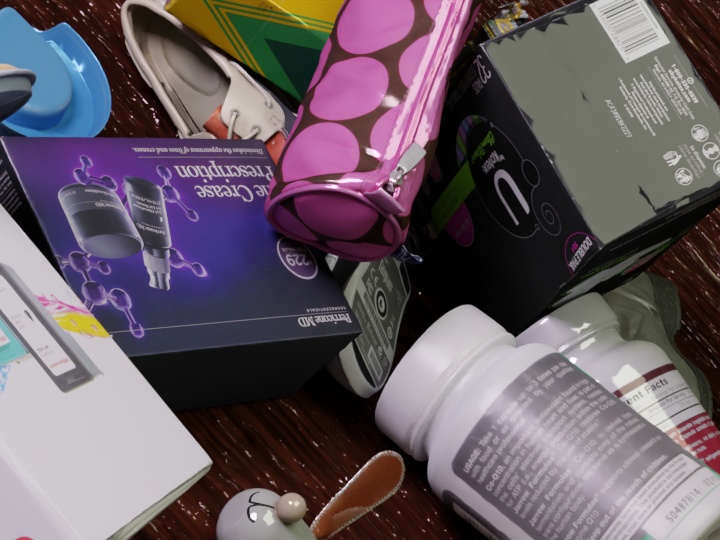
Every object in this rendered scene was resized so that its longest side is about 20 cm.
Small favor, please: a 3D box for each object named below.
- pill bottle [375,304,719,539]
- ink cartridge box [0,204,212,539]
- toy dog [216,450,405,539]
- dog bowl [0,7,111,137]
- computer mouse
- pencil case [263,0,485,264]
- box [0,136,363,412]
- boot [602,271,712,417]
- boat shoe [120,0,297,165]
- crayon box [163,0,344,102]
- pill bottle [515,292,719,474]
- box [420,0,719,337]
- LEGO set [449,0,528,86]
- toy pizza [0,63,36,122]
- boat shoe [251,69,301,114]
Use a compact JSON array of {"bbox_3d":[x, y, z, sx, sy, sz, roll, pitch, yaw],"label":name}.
[{"bbox_3d":[0.112,0.115,1.146,0.200,0.113,0.113,38,31,20],"label":"pill bottle"},{"bbox_3d":[-0.197,0.068,0.841,0.200,0.147,0.146,50,18,3],"label":"ink cartridge box"},{"bbox_3d":[0.029,0.165,1.058,0.200,0.096,0.132,12,47,-40],"label":"toy dog"},{"bbox_3d":[-0.233,-0.134,1.112,0.200,0.050,0.111,44,34,-4],"label":"dog bowl"},{"bbox_3d":[0.000,0.000,1.222,0.200,0.044,0.110,-69,145,-49],"label":"computer mouse"},{"bbox_3d":[0.017,-0.102,1.125,0.091,0.094,0.200,27,61,-19],"label":"pencil case"},{"bbox_3d":[-0.114,0.002,1.084,0.200,0.079,0.141,-5,62,-49],"label":"box"},{"bbox_3d":[0.164,0.050,1.356,0.130,0.068,0.200,25,33,-23],"label":"boot"},{"bbox_3d":[-0.081,-0.093,1.211,0.200,0.071,0.063,56,20,22],"label":"boat shoe"},{"bbox_3d":[-0.018,-0.193,1.258,0.172,0.058,0.200,34,42,-17],"label":"crayon box"},{"bbox_3d":[0.172,0.120,1.243,0.113,0.113,0.200,-15,67,-52],"label":"pill bottle"},{"bbox_3d":[0.130,-0.064,1.244,0.124,0.200,0.149,-25,78,-22],"label":"box"},{"bbox_3d":[0.051,-0.173,1.394,0.154,0.116,0.200,2,54,-46],"label":"LEGO set"},{"bbox_3d":[-0.244,-0.057,0.894,0.200,0.200,0.032,-26,93,-54],"label":"toy pizza"},{"bbox_3d":[-0.067,-0.153,1.286,0.200,0.075,0.062,54,37,7],"label":"boat shoe"}]
